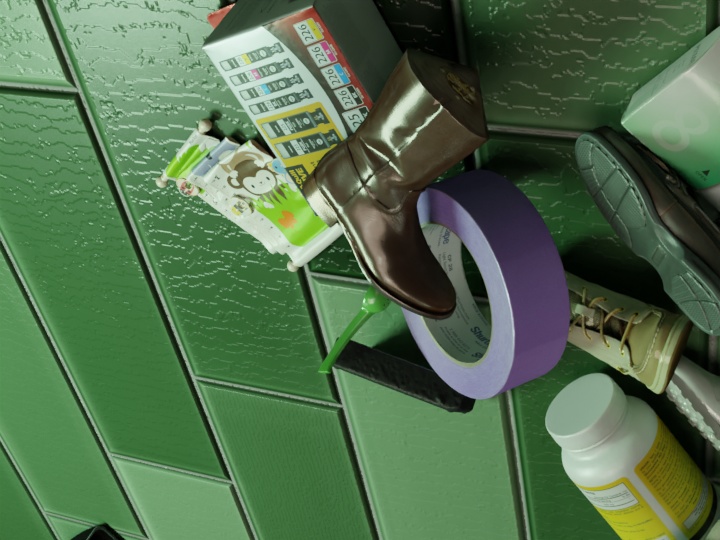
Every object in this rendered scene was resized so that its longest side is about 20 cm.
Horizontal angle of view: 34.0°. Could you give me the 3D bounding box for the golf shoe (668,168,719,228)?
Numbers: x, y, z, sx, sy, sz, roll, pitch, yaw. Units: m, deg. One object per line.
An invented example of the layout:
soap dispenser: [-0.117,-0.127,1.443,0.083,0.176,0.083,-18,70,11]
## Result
golf shoe: [0.295,-0.012,1.014,0.198,0.095,0.078,30,141,1]

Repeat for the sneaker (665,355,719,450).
sneaker: [0.379,0.147,1.154,0.200,0.081,0.076,44,-177,6]

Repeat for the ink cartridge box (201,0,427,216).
ink cartridge box: [-0.044,-0.155,1.070,0.174,0.084,0.201,-11,126,37]

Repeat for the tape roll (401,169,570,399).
tape roll: [0.106,0.013,1.087,0.200,0.065,0.202,43,142,44]

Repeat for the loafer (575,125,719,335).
loafer: [0.256,-0.041,0.976,0.201,0.062,0.072,56,160,14]

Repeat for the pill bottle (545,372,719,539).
pill bottle: [0.282,0.205,1.229,0.112,0.113,0.200,-20,120,42]

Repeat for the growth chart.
growth chart: [-0.110,-0.079,1.239,0.199,0.018,0.145,34,139,-7]

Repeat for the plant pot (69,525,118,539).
plant pot: [-0.464,0.565,1.984,0.200,0.201,0.176,47,149,-21]

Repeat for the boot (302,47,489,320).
boot: [0.061,-0.069,0.985,0.186,0.064,0.200,42,132,-5]

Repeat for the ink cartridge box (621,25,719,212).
ink cartridge box: [0.328,-0.127,0.914,0.160,0.050,0.200,39,141,-11]

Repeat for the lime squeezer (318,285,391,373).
lime squeezer: [0.000,0.000,1.157,0.070,0.203,0.038,-3,170,33]

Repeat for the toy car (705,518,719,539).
toy car: [0.435,0.343,1.164,0.200,0.183,0.178,51,163,48]

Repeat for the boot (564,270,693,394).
boot: [0.217,0.045,1.077,0.153,0.073,0.200,27,180,7]

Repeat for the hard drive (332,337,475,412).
hard drive: [0.050,0.113,1.242,0.138,0.033,0.200,20,177,11]
